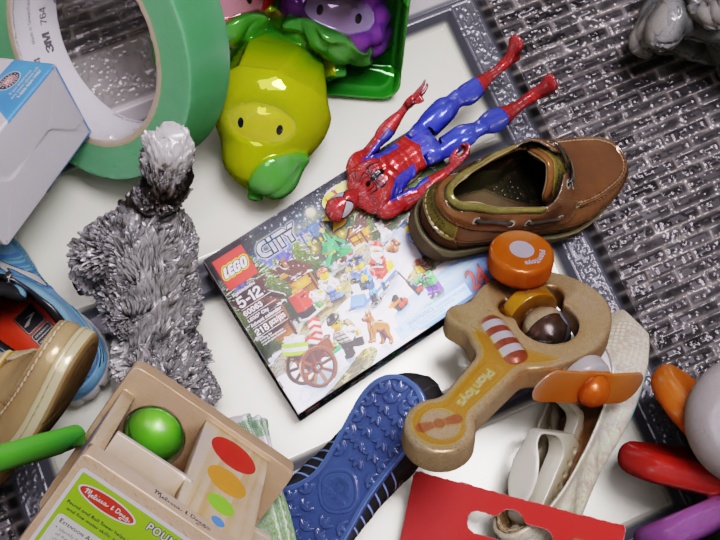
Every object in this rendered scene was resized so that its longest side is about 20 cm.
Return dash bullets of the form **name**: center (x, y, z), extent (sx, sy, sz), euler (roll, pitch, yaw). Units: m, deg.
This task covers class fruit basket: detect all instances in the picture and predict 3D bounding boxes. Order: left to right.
- **fruit basket**: center (-0.065, -0.167, 0.807), extent (0.212, 0.156, 0.218), euler (2, 58, -3)

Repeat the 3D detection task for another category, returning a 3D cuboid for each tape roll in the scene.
- **tape roll**: center (-0.186, -0.168, 0.774), extent (0.200, 0.201, 0.048), euler (41, 41, 9)

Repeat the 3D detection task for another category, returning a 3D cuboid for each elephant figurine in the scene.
- **elephant figurine**: center (0.320, -0.169, 0.833), extent (0.199, 0.156, 0.142), euler (35, 34, -3)

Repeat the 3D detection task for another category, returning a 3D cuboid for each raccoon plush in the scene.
- **raccoon plush**: center (-0.141, 0.016, 0.732), extent (0.096, 0.201, 0.135), euler (-17, 63, -19)

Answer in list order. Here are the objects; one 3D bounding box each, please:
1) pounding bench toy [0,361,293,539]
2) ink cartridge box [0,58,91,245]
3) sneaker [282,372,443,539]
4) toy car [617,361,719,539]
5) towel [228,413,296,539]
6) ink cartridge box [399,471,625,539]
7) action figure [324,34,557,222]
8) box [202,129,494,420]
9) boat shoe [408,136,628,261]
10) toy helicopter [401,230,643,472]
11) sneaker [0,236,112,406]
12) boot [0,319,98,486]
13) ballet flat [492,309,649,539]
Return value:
- **pounding bench toy**: center (-0.157, 0.134, 0.638), extent (0.199, 0.156, 0.125), euler (36, 104, -9)
- **ink cartridge box**: center (-0.312, -0.096, 0.777), extent (0.198, 0.068, 0.116), euler (11, 54, 26)
- **sneaker**: center (-0.010, 0.155, 0.759), extent (0.070, 0.078, 0.200), euler (46, 102, 21)
- **toy car**: center (0.253, 0.152, 0.730), extent (0.148, 0.174, 0.203), euler (-19, 75, 25)
- **towel**: center (-0.103, 0.214, 0.739), extent (0.148, 0.031, 0.203), euler (-21, 78, 22)
- **ink cartridge box**: center (0.077, 0.250, 0.704), extent (0.159, 0.050, 0.203), euler (10, 85, 26)
- **action figure**: center (0.054, -0.099, 0.797), extent (0.199, 0.052, 0.066), euler (-38, 83, -8)
- **box**: center (0.000, 0.000, 0.811), extent (0.199, 0.038, 0.137), euler (-33, 79, -9)
- **boat shoe**: center (0.132, -0.060, 0.789), extent (0.198, 0.068, 0.072), euler (-23, 75, -28)
- **toy helicopter**: center (0.103, 0.069, 0.708), extent (0.131, 0.080, 0.200), euler (30, 48, 24)
- **sneaker**: center (-0.263, 0.013, 0.774), extent (0.199, 0.090, 0.079), euler (36, 77, 10)
- **boot**: center (-0.269, 0.060, 0.704), extent (0.155, 0.200, 0.073), euler (41, 42, -6)
- **ballet flat**: center (0.152, 0.112, 0.767), extent (0.062, 0.067, 0.202), euler (33, 73, -35)
